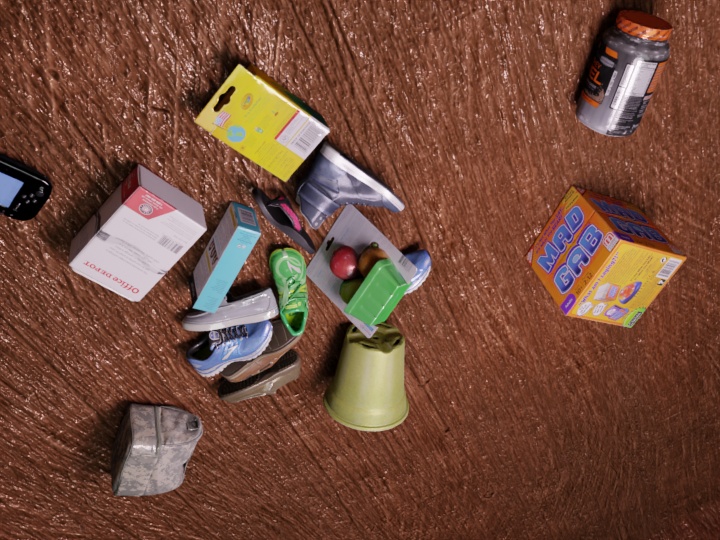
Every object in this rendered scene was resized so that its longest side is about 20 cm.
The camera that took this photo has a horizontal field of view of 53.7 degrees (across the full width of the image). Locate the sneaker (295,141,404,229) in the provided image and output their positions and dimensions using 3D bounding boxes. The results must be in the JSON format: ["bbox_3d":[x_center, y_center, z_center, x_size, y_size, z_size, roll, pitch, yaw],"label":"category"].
[{"bbox_3d":[-0.027,-0.127,1.324,0.201,0.077,0.147,30,102,-26],"label":"sneaker"}]

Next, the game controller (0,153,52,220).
[{"bbox_3d":[-0.600,-0.148,1.127,0.199,0.042,0.104,27,115,-35],"label":"game controller"}]

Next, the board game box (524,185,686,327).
[{"bbox_3d":[0.522,-0.028,1.537,0.198,0.201,0.201,11,124,-28],"label":"board game box"}]

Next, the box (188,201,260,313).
[{"bbox_3d":[-0.257,-0.022,1.332,0.049,0.083,0.201,17,121,-32],"label":"box"}]

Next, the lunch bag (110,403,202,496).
[{"bbox_3d":[-0.451,0.400,1.572,0.166,0.140,0.201,11,125,-27],"label":"lunch bag"}]

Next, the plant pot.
[{"bbox_3d":[0.022,0.220,1.584,0.198,0.201,0.186,-2,117,-18],"label":"plant pot"}]

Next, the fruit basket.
[{"bbox_3d":[0.000,0.000,1.391,0.093,0.200,0.186,-4,135,-53],"label":"fruit basket"}]

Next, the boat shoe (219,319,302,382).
[{"bbox_3d":[-0.208,0.172,1.528,0.199,0.072,0.068,-28,150,2],"label":"boat shoe"}]

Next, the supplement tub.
[{"bbox_3d":[0.482,-0.359,1.299,0.121,0.123,0.202,-2,128,-19],"label":"supplement tub"}]

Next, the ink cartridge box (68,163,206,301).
[{"bbox_3d":[-0.391,-0.062,1.248,0.200,0.083,0.146,-42,129,15],"label":"ink cartridge box"}]

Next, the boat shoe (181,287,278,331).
[{"bbox_3d":[-0.264,0.072,1.422,0.198,0.070,0.072,-10,100,6],"label":"boat shoe"}]

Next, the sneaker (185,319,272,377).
[{"bbox_3d":[-0.271,0.148,1.465,0.199,0.079,0.089,-30,144,6],"label":"sneaker"}]

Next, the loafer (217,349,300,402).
[{"bbox_3d":[-0.218,0.248,1.575,0.198,0.076,0.068,-22,126,-2],"label":"loafer"}]

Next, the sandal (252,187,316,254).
[{"bbox_3d":[-0.133,-0.100,1.323,0.045,0.076,0.200,-33,140,13],"label":"sandal"}]

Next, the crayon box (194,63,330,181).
[{"bbox_3d":[-0.165,-0.253,1.195,0.199,0.051,0.127,31,112,-38],"label":"crayon box"}]

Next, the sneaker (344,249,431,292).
[{"bbox_3d":[0.053,0.007,1.465,0.198,0.079,0.090,-26,135,2],"label":"sneaker"}]

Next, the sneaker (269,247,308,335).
[{"bbox_3d":[-0.134,0.043,1.426,0.073,0.084,0.202,-14,124,-10],"label":"sneaker"}]
